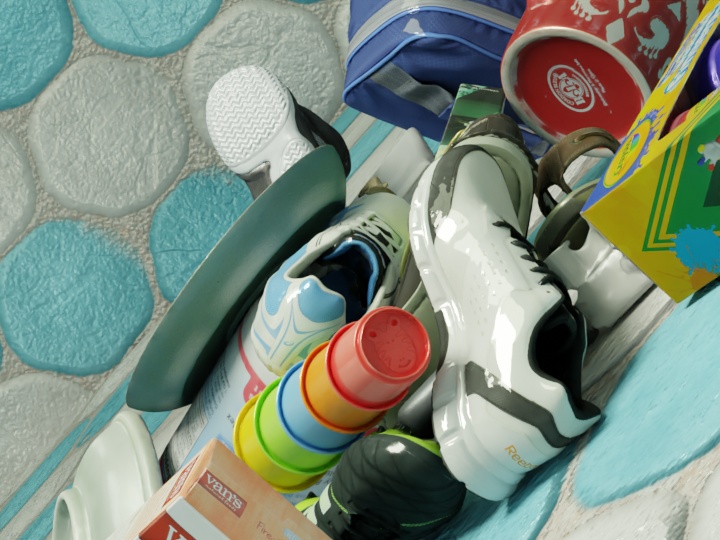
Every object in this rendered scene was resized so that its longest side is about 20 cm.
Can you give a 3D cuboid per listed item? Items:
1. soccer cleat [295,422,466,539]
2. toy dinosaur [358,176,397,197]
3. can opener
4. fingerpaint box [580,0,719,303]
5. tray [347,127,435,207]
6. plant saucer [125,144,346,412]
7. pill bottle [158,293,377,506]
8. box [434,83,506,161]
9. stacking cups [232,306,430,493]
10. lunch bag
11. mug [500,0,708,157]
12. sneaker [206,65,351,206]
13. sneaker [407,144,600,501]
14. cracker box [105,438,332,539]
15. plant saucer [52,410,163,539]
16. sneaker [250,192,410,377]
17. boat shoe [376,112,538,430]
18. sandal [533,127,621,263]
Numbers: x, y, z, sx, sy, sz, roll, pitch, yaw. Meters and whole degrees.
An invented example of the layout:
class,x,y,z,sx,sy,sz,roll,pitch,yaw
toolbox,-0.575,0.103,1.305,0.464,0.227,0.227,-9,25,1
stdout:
class,x,y,z,sx,sy,sz,roll,pitch,yaw
soccer cleat,-0.001,0.140,1.264,0.081,0.067,0.200,-64,9,-28
toy dinosaur,0.031,-0.013,1.585,0.200,0.058,0.101,86,179,-48
can opener,0.105,0.029,1.287,0.200,0.053,0.066,-46,-26,9
fingerpaint box,0.213,-0.101,1.184,0.167,0.073,0.200,-40,11,48
tray,0.019,0.004,1.676,0.022,0.108,0.200,-2,42,47
plant saucer,-0.068,0.012,1.461,0.200,0.027,0.200,-50,-8,-10
pill bottle,-0.059,0.113,1.466,0.200,0.108,0.109,-59,1,33
box,0.061,-0.022,1.510,0.200,0.036,0.145,-72,-11,-70
stacking cups,-0.011,0.069,1.257,0.061,0.060,0.200,-52,5,-24
lunch bag,0.089,-0.154,1.718,0.136,0.199,0.133,-32,47,53
mug,0.159,-0.189,1.593,0.200,0.177,0.134,-60,-1,-37
sneaker,-0.033,-0.039,1.615,0.075,0.201,0.114,-23,-8,15
sneaker,0.078,0.016,1.216,0.080,0.074,0.201,-32,50,31
cracker box,-0.088,0.192,1.190,0.200,0.134,0.058,-44,9,31
plant saucer,-0.157,0.187,1.480,0.200,0.050,0.201,180,90,-74
sneaker,0.000,0.000,1.401,0.072,0.072,0.200,-47,2,30
boat shoe,0.056,0.009,1.357,0.061,0.071,0.202,-72,-2,-63
sandal,0.128,-0.049,1.373,0.080,0.057,0.201,-52,-2,24
